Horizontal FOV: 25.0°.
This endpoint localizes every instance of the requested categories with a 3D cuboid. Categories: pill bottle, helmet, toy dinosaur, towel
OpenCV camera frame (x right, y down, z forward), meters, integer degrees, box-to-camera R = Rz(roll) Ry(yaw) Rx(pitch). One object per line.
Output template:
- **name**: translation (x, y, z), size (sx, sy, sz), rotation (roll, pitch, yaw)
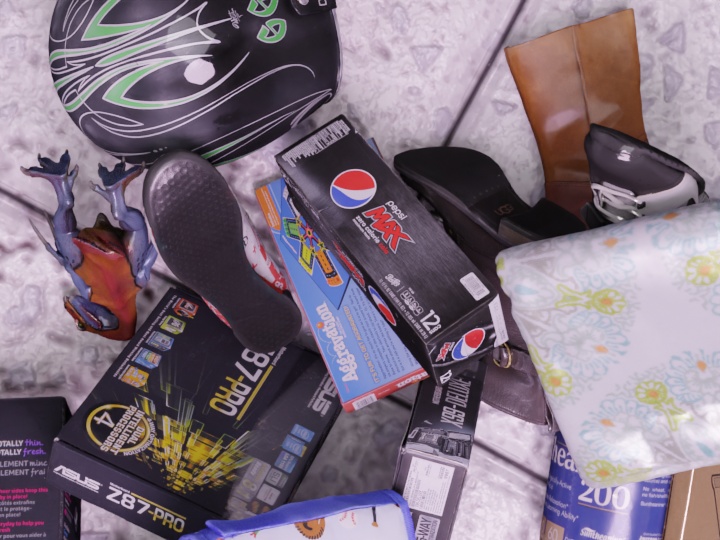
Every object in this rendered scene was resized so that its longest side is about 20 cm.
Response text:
- **pill bottle**: translation (0.202, 0.132, 1.238), size (0.110, 0.111, 0.201), rotation (8, 95, -3)
- **helmet**: translation (-0.126, -0.162, 1.168), size (0.190, 0.200, 0.201), rotation (-19, 96, -17)
- **toy dinosaur**: translation (-0.195, 0.001, 1.175), size (0.104, 0.200, 0.182), rotation (-1, 126, 4)
- **towel**: translation (0.203, 0.054, 1.108), size (0.170, 0.048, 0.201), rotation (-15, 117, 19)

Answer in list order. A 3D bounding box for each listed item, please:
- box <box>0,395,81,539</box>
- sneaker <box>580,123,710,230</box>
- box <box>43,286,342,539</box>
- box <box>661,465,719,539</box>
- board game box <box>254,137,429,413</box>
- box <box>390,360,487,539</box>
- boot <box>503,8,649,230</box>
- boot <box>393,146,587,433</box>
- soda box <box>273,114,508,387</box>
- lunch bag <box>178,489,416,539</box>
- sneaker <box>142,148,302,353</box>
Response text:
- **box**: translation (-0.270, 0.204, 1.189), size (0.121, 0.106, 0.201), rotation (-1, 66, -2)
- **sneaker**: translation (0.192, -0.035, 1.124), size (0.074, 0.200, 0.089), rotation (31, 89, 32)
- **box**: translation (-0.110, 0.111, 1.174), size (0.161, 0.200, 0.049), rotation (26, 127, 5)
- **box**: translation (0.283, 0.162, 1.236), size (0.021, 0.163, 0.201), rotation (12, 96, 40)
- **board game box**: translation (0.000, 0.000, 1.206), size (0.102, 0.019, 0.201), rotation (-23, 59, -1)
- **box**: translation (0.043, 0.180, 1.184), size (0.049, 0.158, 0.201), rotation (14, 115, 3)
- **boot**: translation (0.221, -0.100, 1.255), size (0.187, 0.068, 0.201), rotation (-12, 88, 6)
- **boot**: translation (0.087, 0.014, 1.231), size (0.069, 0.200, 0.175), rotation (-18, 130, -35)
- **soda box**: translation (0.021, -0.017, 1.157), size (0.063, 0.071, 0.200), rotation (-33, 59, -8)
- **lunch bag**: translation (-0.053, 0.244, 1.061), size (0.169, 0.124, 0.201), rotation (-5, 118, -38)
- **sneaker**: translation (-0.115, -0.032, 1.177), size (0.067, 0.108, 0.202), rotation (-34, 134, -2)
